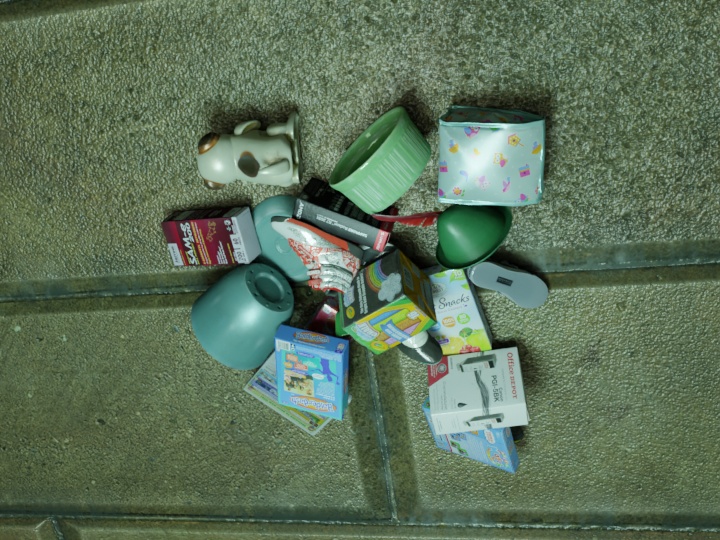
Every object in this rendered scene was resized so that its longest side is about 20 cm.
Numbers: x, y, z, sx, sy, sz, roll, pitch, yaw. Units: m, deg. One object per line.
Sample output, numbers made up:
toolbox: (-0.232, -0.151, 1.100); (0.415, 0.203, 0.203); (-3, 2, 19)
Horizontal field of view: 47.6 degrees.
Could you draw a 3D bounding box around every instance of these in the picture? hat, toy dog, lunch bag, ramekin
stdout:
hat: (0.169, -0.114, 1.538); (0.164, 0.201, 0.177); (7, 144, 50)
toy dog: (-0.221, -0.215, 1.605); (0.196, 0.195, 0.141); (-1, 128, 6)
lunch bag: (0.250, -0.214, 1.535); (0.197, 0.122, 0.173); (6, 116, 16)
ramekin: (0.042, -0.203, 1.547); (0.098, 0.201, 0.199); (42, 117, -18)

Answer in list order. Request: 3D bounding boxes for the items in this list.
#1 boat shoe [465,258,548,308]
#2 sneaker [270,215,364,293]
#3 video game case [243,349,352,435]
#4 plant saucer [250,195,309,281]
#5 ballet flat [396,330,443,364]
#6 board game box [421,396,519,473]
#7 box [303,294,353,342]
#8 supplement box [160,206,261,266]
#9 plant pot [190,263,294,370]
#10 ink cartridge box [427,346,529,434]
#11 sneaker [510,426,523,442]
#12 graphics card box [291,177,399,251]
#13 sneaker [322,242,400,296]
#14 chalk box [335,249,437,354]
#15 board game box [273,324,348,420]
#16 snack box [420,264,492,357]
boat shoe: (0.294, 0.019, 1.665); (0.197, 0.068, 0.074); (15, 109, -23)
sneaker: (-0.100, -0.027, 1.614); (0.199, 0.067, 0.109); (22, 83, -6)
video game case: (-0.141, 0.270, 1.810); (0.199, 0.022, 0.182); (35, 133, -8)
plant saucer: (-0.158, -0.060, 1.747); (0.197, 0.036, 0.203); (5, 117, 10)
ballet flat: (0.089, 0.126, 1.710); (0.199, 0.068, 0.069); (33, 158, 36)
board game box: (0.242, 0.361, 1.792); (0.198, 0.037, 0.153); (13, 139, 36)
box: (-0.076, 0.144, 1.789); (0.095, 0.100, 0.201); (32, 118, -5)
supplement box: (-0.320, -0.071, 1.744); (0.197, 0.061, 0.110); (-2, 115, 27)
plant pot: (-0.234, 0.081, 1.730); (0.200, 0.201, 0.161); (40, 122, -9)
ink cartridge box: (0.245, 0.251, 1.711); (0.197, 0.148, 0.083); (-9, 138, 9)
sneaker: (0.288, 0.307, 1.805); (0.199, 0.074, 0.081); (37, 114, -8)
graphics card box: (-0.029, -0.114, 1.641); (0.197, 0.126, 0.051); (21, 119, 1)
sneaker: (0.000, 0.000, 1.704); (0.198, 0.074, 0.086); (-18, 66, 28)
chalk box: (0.036, 0.075, 1.641); (0.198, 0.126, 0.124); (-29, 134, 25)
board game box: (-0.101, 0.214, 1.700); (0.150, 0.045, 0.202); (13, 130, 12)
snack box: (0.184, 0.088, 1.731); (0.140, 0.053, 0.202); (-16, 111, 18)
